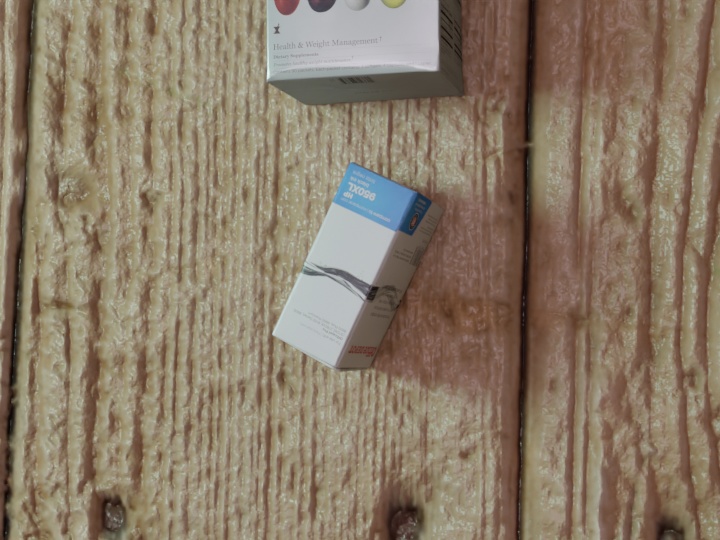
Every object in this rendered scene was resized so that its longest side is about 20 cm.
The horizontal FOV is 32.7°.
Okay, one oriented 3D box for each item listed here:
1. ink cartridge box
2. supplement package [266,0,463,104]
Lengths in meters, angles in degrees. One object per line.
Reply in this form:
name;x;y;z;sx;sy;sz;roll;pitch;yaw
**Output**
ink cartridge box;0.000;0.000;1.311;0.084;0.145;0.201;25;92;15
supplement package;0.007;-0.295;1.328;0.190;0.147;0.201;-2;87;14
